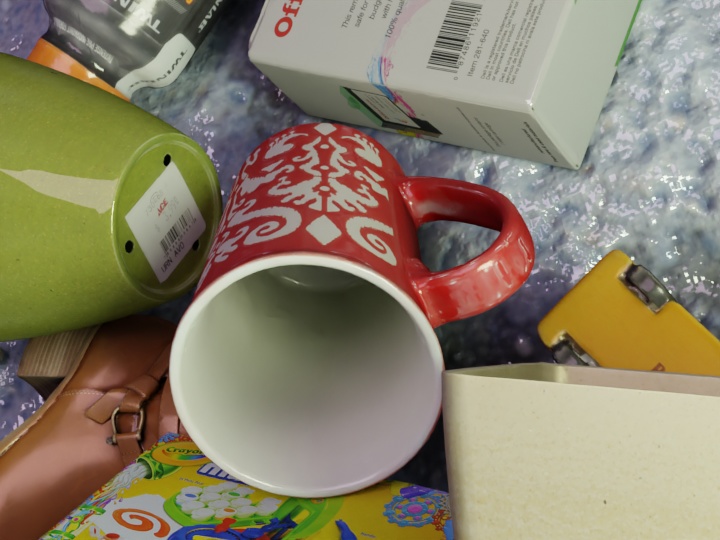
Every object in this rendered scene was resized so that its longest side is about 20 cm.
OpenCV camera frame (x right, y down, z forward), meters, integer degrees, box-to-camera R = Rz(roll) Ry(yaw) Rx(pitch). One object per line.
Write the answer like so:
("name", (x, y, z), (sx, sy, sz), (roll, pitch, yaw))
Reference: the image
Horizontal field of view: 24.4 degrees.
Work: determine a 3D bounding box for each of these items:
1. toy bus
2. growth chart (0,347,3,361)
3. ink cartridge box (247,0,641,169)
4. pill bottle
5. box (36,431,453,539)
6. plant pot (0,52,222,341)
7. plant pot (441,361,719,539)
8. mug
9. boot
("toy bus", (0.176, 0.079, 0.816), (0.065, 0.078, 0.200), (-46, 55, 4))
("growth chart", (-0.240, -0.033, 1.128), (0.144, 0.018, 0.201), (22, 80, 33))
("ink cartridge box", (0.053, -0.156, 0.984), (0.199, 0.084, 0.146), (14, 76, 32))
("pill bottle", (-0.136, -0.194, 1.090), (0.106, 0.106, 0.201), (32, 86, 35))
("box", (-0.063, 0.191, 0.812), (0.199, 0.123, 0.192), (8, 29, 31))
("plant pot", (-0.183, -0.039, 0.968), (0.199, 0.187, 0.189), (6, 71, 35))
("plant pot", (0.145, 0.135, 0.670), (0.198, 0.200, 0.179), (3, 89, 18))
("mug", (-0.003, 0.010, 0.883), (0.176, 0.135, 0.200), (3, 26, -1))
("boot", (-0.140, 0.122, 0.982), (0.154, 0.077, 0.202), (2, 62, 25))
